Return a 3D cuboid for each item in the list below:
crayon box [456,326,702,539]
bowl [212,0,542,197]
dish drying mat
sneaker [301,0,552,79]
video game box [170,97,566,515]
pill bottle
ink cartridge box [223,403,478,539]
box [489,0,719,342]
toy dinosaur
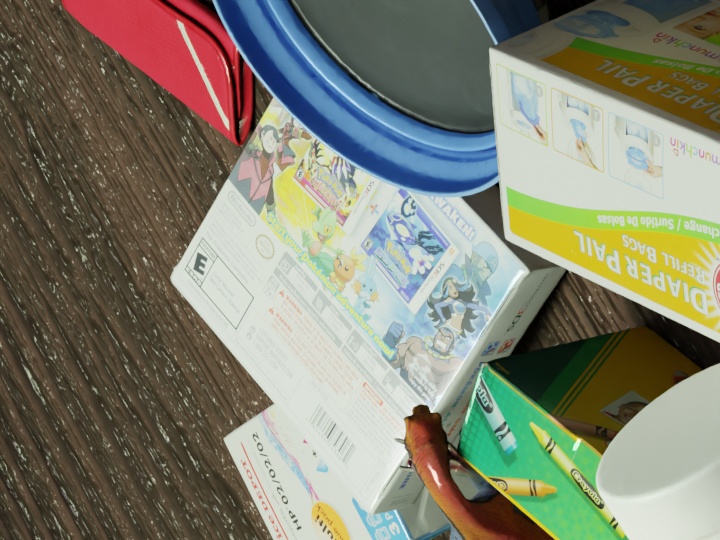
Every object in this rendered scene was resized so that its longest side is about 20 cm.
[{"bbox_3d":[0.157,0.110,1.364,0.200,0.118,0.059,39,125,37],"label":"crayon box"},{"bbox_3d":[0.009,-0.126,1.381,0.200,0.039,0.201,31,149,21],"label":"bowl"},{"bbox_3d":[-0.131,-0.153,1.740,0.200,0.018,0.077,37,141,39],"label":"dish drying mat"},{"bbox_3d":[0.034,-0.127,1.453,0.200,0.079,0.096,13,133,56],"label":"sneaker"},{"bbox_3d":[0.000,0.000,1.554,0.200,0.047,0.183,48,125,27],"label":"video game box"},{"bbox_3d":[0.192,0.143,1.197,0.200,0.114,0.114,55,153,-16],"label":"pill bottle"},{"bbox_3d":[-0.012,0.126,1.701,0.116,0.068,0.200,63,150,6],"label":"ink cartridge box"},{"bbox_3d":[0.164,-0.046,1.255,0.200,0.112,0.102,27,133,45],"label":"box"},{"bbox_3d":[0.074,0.129,1.466,0.182,0.199,0.106,90,-177,-69],"label":"toy dinosaur"}]
